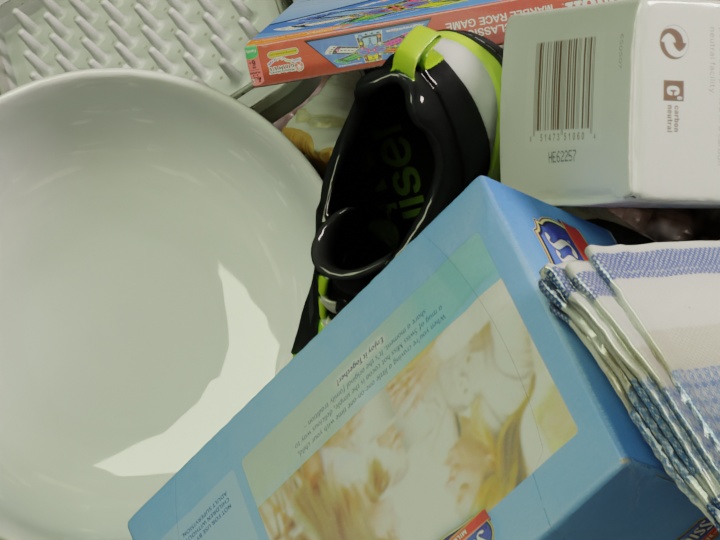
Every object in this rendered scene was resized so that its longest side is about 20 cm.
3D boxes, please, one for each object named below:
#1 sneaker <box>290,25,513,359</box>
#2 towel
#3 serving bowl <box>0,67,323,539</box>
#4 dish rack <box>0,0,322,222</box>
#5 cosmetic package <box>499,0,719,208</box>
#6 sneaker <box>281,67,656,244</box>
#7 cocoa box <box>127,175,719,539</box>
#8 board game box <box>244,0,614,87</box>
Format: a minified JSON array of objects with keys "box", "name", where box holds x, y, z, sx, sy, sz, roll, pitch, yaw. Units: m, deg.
[{"box":[0.000,0.000,1.015,0.071,0.083,0.201,25,113,28],"name":"sneaker"},{"box":[0.154,0.068,0.871,0.024,0.146,0.200,-53,57,34],"name":"towel"},{"box":[-0.099,0.021,1.116,0.199,0.066,0.202,0,82,-1],"name":"serving bowl"},{"box":[-0.099,-0.109,1.225,0.171,0.044,0.201,-31,48,11],"name":"dish rack"},{"box":[0.159,-0.057,0.983,0.102,0.199,0.075,-175,87,-66],"name":"cosmetic package"},{"box":[0.059,-0.045,1.108,0.199,0.076,0.088,29,74,33],"name":"sneaker"},{"box":[0.040,0.091,0.957,0.200,0.131,0.134,-45,49,24],"name":"cocoa box"},{"box":[0.062,-0.107,1.067,0.199,0.020,0.103,-9,13,14],"name":"board game box"}]
